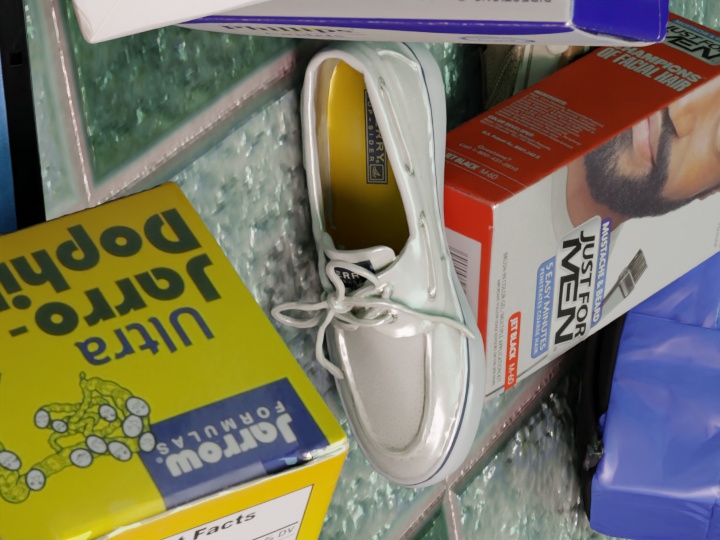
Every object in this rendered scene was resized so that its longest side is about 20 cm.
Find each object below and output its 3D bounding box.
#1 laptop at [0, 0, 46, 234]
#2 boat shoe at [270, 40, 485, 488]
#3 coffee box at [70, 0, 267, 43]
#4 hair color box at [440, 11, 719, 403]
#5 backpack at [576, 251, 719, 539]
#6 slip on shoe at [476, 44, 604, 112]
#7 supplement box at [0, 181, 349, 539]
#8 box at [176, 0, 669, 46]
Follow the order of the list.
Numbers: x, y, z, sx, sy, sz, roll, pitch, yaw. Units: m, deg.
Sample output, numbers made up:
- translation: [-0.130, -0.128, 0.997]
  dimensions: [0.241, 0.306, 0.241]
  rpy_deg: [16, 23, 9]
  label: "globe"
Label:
- translation: [-0.190, -0.043, 0.763]
  dimensions: [0.200, 0.103, 0.177]
  rpy_deg: [-28, 117, -58]
  label: "laptop"
- translation: [0.004, -0.001, 1.170]
  dimensions: [0.086, 0.075, 0.202]
  rpy_deg: [-17, 106, -61]
  label: "boat shoe"
- translation: [-0.075, -0.171, 0.888]
  dimensions: [0.200, 0.080, 0.114]
  rpy_deg: [-110, -174, -59]
  label: "coffee box"
- translation: [0.104, -0.033, 1.288]
  dimensions: [0.200, 0.064, 0.111]
  rpy_deg: [-32, 135, -38]
  label: "hair color box"
- translation: [0.202, 0.042, 1.447]
  dimensions: [0.163, 0.168, 0.200]
  rpy_deg: [92, 7, -74]
  label: "backpack"
- translation: [0.086, -0.094, 1.333]
  dimensions: [0.076, 0.061, 0.200]
  rpy_deg: [-16, 125, -46]
  label: "slip on shoe"
- translation: [-0.092, 0.087, 0.837]
  dimensions: [0.109, 0.110, 0.200]
  rpy_deg: [-19, 148, -28]
  label: "supplement box"
- translation: [0.023, -0.191, 1.067]
  dimensions: [0.105, 0.184, 0.200]
  rpy_deg: [0, 94, -64]
  label: "box"
